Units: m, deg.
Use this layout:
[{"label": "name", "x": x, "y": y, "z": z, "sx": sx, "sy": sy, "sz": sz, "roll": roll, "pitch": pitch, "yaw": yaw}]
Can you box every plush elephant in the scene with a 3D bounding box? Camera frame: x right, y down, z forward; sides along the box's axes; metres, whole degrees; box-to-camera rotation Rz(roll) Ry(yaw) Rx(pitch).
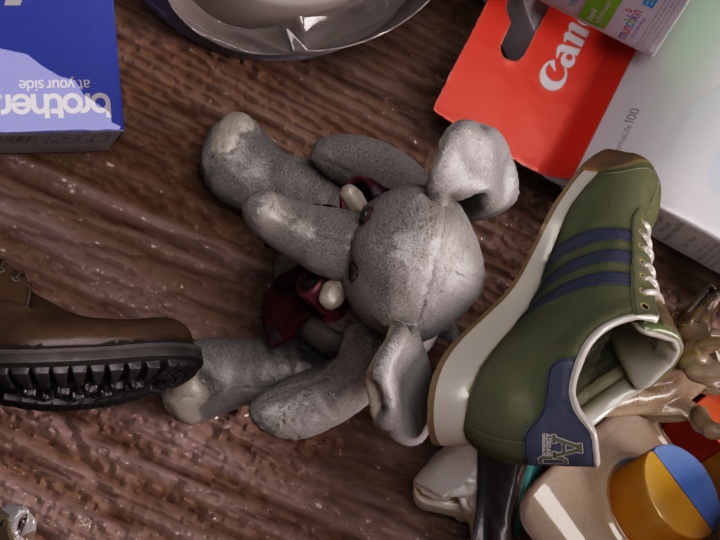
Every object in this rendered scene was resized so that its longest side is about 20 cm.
[{"label": "plush elephant", "x": 0.000, "y": 0.000, "z": 1.196, "sx": 0.200, "sy": 0.155, "sz": 0.165, "roll": 15, "pitch": 73, "yaw": 4}]

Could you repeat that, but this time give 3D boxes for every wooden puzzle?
[{"label": "wooden puzzle", "x": 0.194, "y": 0.139, "z": 1.272, "sx": 0.185, "sy": 0.046, "sz": 0.200, "roll": 54, "pitch": 45, "yaw": 0}]

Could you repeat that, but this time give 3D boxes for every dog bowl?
[{"label": "dog bowl", "x": -0.046, "y": -0.201, "z": 1.306, "sx": 0.200, "sy": 0.059, "sz": 0.200, "roll": 4, "pitch": 76, "yaw": -17}]

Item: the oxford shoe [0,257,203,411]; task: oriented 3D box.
[{"label": "oxford shoe", "x": -0.174, "y": 0.022, "z": 1.186, "sx": 0.200, "sy": 0.073, "sz": 0.085, "roll": 4, "pitch": 69, "yaw": -3}]

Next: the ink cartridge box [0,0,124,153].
[{"label": "ink cartridge box", "x": -0.222, "y": -0.107, "z": 1.232, "sx": 0.200, "sy": 0.044, "sz": 0.094, "roll": -3, "pitch": 79, "yaw": -19}]

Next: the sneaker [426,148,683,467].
[{"label": "sneaker", "x": 0.116, "y": 0.023, "z": 1.176, "sx": 0.090, "sy": 0.067, "sz": 0.200, "roll": 16, "pitch": 47, "yaw": 28}]

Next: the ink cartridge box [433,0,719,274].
[{"label": "ink cartridge box", "x": 0.161, "y": -0.105, "z": 1.296, "sx": 0.200, "sy": 0.047, "sz": 0.160, "roll": 29, "pitch": 71, "yaw": -4}]

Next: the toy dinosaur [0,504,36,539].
[{"label": "toy dinosaur", "x": -0.167, "y": 0.213, "z": 1.166, "sx": 0.102, "sy": 0.077, "sz": 0.200, "roll": 12, "pitch": 78, "yaw": -2}]

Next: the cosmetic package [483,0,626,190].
[{"label": "cosmetic package", "x": 0.148, "y": -0.152, "z": 1.361, "sx": 0.151, "sy": 0.052, "sz": 0.200, "roll": -20, "pitch": 84, "yaw": -18}]

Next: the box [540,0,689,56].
[{"label": "box", "x": 0.107, "y": -0.215, "z": 1.208, "sx": 0.176, "sy": 0.200, "sz": 0.097, "roll": 27, "pitch": 69, "yaw": 1}]

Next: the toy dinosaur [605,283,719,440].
[{"label": "toy dinosaur", "x": 0.153, "y": 0.059, "z": 1.251, "sx": 0.200, "sy": 0.101, "sz": 0.058, "roll": -24, "pitch": 112, "yaw": -50}]

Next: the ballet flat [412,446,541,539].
[{"label": "ballet flat", "x": 0.057, "y": 0.134, "z": 1.250, "sx": 0.068, "sy": 0.068, "sz": 0.200, "roll": 8, "pitch": 68, "yaw": 3}]
